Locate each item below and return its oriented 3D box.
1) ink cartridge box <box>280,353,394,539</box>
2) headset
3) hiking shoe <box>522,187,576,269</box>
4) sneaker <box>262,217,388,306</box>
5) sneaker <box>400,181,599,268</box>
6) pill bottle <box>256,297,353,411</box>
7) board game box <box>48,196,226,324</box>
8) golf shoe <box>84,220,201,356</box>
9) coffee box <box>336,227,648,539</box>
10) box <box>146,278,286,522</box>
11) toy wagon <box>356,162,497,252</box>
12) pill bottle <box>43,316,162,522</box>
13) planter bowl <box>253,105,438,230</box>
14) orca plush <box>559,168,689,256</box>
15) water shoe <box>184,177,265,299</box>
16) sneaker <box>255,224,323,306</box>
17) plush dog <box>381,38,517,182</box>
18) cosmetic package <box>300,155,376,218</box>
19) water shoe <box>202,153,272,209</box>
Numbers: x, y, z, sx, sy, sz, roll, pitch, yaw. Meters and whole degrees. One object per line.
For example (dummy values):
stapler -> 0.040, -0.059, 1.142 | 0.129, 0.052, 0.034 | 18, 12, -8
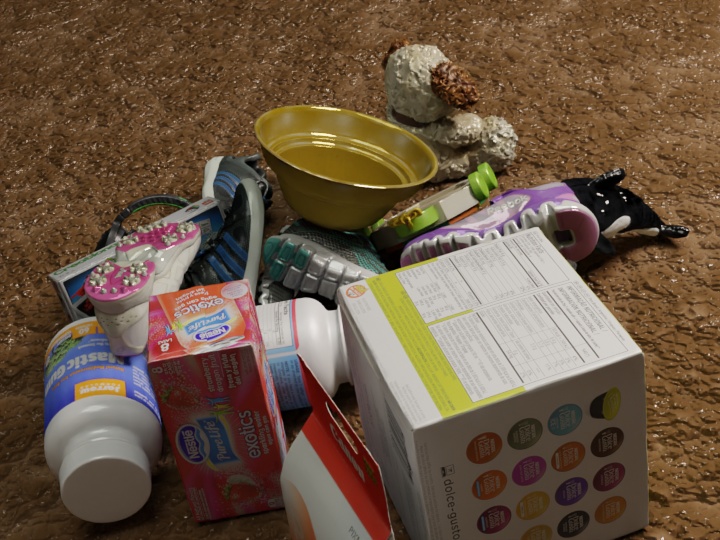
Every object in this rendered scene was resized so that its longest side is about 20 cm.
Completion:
ink cartridge box -> -0.023, 0.191, 0.976 | 0.050, 0.201, 0.162 | -22, 37, -15
headset -> -0.251, 0.005, 1.366 | 0.200, 0.124, 0.094 | -44, 11, 3
hiking shoe -> 0.176, -0.014, 1.285 | 0.100, 0.076, 0.200 | 30, 36, 5
sneaker -> 0.000, 0.000, 1.291 | 0.200, 0.078, 0.091 | 31, 44, 4
sneaker -> 0.137, -0.036, 1.218 | 0.199, 0.081, 0.089 | -17, 36, 14
pill bottle -> -0.088, 0.087, 1.213 | 0.199, 0.109, 0.109 | -9, 36, 2
board game box -> -0.223, 0.019, 1.325 | 0.200, 0.127, 0.035 | -28, 25, -23
golf shoe -> -0.214, 0.014, 1.225 | 0.075, 0.092, 0.200 | 2, 25, 18
coffee box -> 0.113, 0.117, 1.041 | 0.197, 0.200, 0.200 | -17, 36, -10
box -> -0.126, 0.119, 1.101 | 0.095, 0.201, 0.100 | -10, 36, -1
toy wagon -> 0.072, -0.062, 1.355 | 0.155, 0.040, 0.200 | -26, 6, 18
pill bottle -> -0.250, 0.144, 1.178 | 0.112, 0.112, 0.200 | -15, 35, -5
planter bowl -> -0.022, -0.099, 1.301 | 0.199, 0.084, 0.201 | 10, 28, -6
orca plush -> 0.271, -0.070, 1.292 | 0.199, 0.071, 0.105 | 14, 38, -21
water shoe -> -0.149, -0.005, 1.295 | 0.079, 0.201, 0.071 | 8, -10, -12
sneaker -> -0.059, 0.011, 1.344 | 0.090, 0.067, 0.200 | -5, 34, 13
plush dog -> 0.078, -0.199, 1.501 | 0.160, 0.172, 0.200 | -31, 41, -24
cosmetic package -> -0.032, -0.122, 1.473 | 0.101, 0.072, 0.200 | -10, 21, 0
water shoe -> -0.148, -0.089, 1.483 | 0.079, 0.072, 0.200 | -15, 35, 2
